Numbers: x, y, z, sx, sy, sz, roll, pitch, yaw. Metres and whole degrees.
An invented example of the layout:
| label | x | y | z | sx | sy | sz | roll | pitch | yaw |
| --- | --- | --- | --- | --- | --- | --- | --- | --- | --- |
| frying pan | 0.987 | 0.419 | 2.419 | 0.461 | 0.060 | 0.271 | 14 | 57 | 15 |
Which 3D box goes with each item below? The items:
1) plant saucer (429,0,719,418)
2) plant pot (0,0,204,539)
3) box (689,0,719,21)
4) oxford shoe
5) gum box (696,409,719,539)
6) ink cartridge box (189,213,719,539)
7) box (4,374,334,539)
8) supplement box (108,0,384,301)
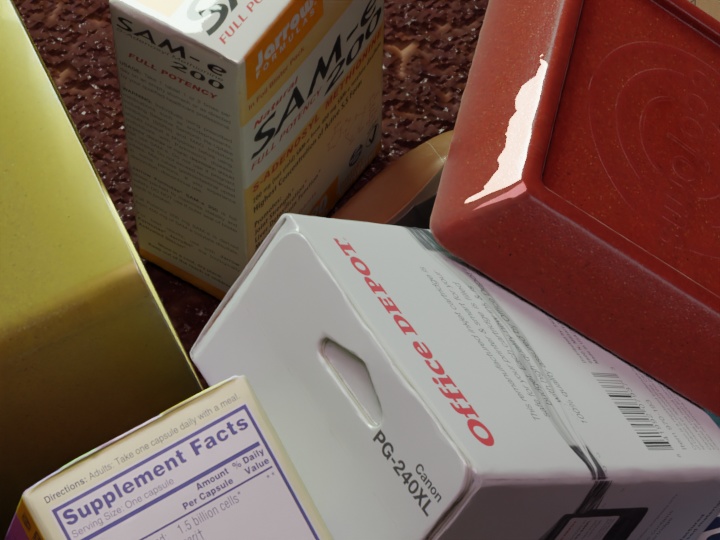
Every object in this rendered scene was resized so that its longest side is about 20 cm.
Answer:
| label | x | y | z | sx | sy | sz | roll | pitch | yaw |
| --- | --- | --- | --- | --- | --- | --- | --- | --- | --- |
| plant saucer | 0.138 | -0.048 | 1.105 | 0.199 | 0.037 | 0.200 | 31 | 50 | -18 |
| plant pot | -0.187 | 0.015 | 1.126 | 0.176 | 0.200 | 0.201 | -26 | 59 | -4 |
| box | 0.200 | -0.108 | 1.214 | 0.199 | 0.021 | 0.165 | 5 | 77 | -26 |
| oxford shoe | 0.000 | 0.000 | 1.214 | 0.200 | 0.072 | 0.071 | -37 | 29 | -16 |
| gum box | 0.118 | 0.145 | 1.117 | 0.169 | 0.045 | 0.201 | -14 | 56 | -9 |
| ink cartridge box | 0.046 | 0.060 | 1.033 | 0.199 | 0.084 | 0.145 | 4 | 41 | -50 |
| box | -0.052 | 0.163 | 0.985 | 0.096 | 0.176 | 0.201 | -27 | 85 | -15 |
| supplement box | -0.049 | -0.090 | 1.181 | 0.073 | 0.200 | 0.126 | 28 | 60 | 17 |
